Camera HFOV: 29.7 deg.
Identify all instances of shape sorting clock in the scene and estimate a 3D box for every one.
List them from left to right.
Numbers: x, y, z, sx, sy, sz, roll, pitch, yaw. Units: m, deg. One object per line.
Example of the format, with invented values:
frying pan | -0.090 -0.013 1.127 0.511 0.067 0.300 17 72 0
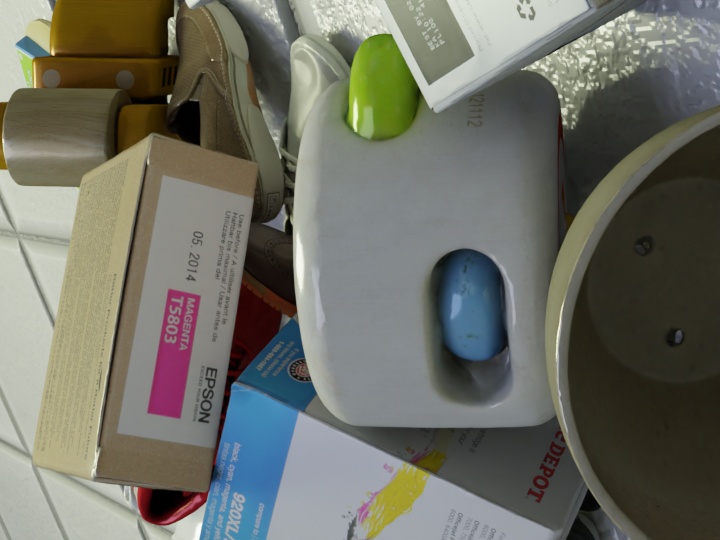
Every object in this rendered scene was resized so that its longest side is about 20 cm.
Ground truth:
shape sorting clock | -0.265 -0.140 1.278 0.200 0.039 0.201 41 147 34

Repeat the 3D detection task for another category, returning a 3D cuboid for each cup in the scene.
cup | 0.165 0.018 0.595 0.143 0.199 0.202 -120 7 -78

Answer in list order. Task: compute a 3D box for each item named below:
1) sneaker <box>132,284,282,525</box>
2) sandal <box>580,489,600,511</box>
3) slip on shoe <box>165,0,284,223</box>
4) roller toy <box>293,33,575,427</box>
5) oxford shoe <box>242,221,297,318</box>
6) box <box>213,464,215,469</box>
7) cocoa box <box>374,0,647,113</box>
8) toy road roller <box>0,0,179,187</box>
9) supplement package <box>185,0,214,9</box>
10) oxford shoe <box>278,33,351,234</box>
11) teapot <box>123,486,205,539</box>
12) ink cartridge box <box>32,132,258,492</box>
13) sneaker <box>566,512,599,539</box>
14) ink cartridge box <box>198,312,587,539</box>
sneaker | -0.099 0.089 0.940 0.116 0.078 0.201 -123 54 -68
sandal | 0.088 0.099 0.924 0.199 0.045 0.075 24 141 27
slip on shoe | -0.111 -0.117 0.973 0.076 0.060 0.201 118 140 -53
roller toy | 0.050 -0.010 0.709 0.200 0.138 0.184 56 -145 -71
oxford shoe | 0.000 0.000 0.905 0.199 0.071 0.073 21 120 8
box | -0.010 0.196 1.017 0.036 0.198 0.144 -98 5 -50
cocoa box | 0.063 -0.198 0.594 0.201 0.131 0.133 62 151 -2
toy road roller | -0.195 -0.143 1.022 0.200 0.122 0.147 -49 -40 -77
supplement package | -0.037 -0.240 0.741 0.200 0.113 0.110 -17 102 60
oxford shoe | -0.029 -0.067 0.943 0.075 0.057 0.201 37 142 39
teapot | -0.103 0.271 1.241 0.200 0.146 0.198 44 160 28
ink cartridge box | -0.137 0.031 0.845 0.164 0.075 0.202 -8 72 63
sneaker | 0.083 0.210 0.960 0.199 0.076 0.076 -30 92 32
ink cartridge box | 0.030 0.125 0.821 0.199 0.147 0.146 24 123 13
